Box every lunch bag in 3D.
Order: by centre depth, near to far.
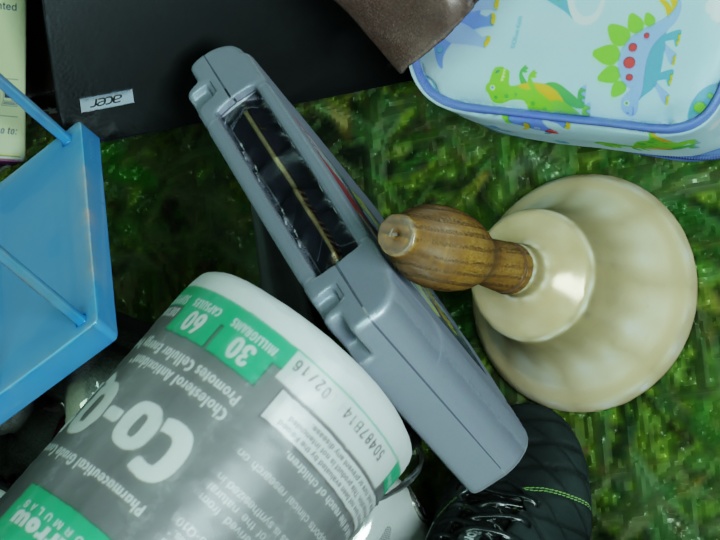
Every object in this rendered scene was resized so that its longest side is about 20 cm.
[{"bbox_3d":[0.105,-0.153,1.130,0.160,0.082,0.201,8,86,25],"label":"lunch bag"}]

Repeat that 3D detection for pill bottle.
[{"bbox_3d":[-0.082,0.108,1.015,0.113,0.113,0.200,33,73,25],"label":"pill bottle"}]

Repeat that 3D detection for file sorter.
[{"bbox_3d":[-0.216,0.007,1.086,0.200,0.123,0.139,-36,34,18],"label":"file sorter"}]

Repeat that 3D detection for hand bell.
[{"bbox_3d":[0.055,-0.003,1.067,0.104,0.200,0.105,-4,81,25],"label":"hand bell"}]

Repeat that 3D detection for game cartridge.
[{"bbox_3d":[0.000,0.000,1.107,0.041,0.133,0.200,-34,42,1],"label":"game cartridge"}]

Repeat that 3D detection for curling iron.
[{"bbox_3d":[-0.019,0.032,1.153,0.049,0.026,0.200,-17,41,-7],"label":"curling iron"}]

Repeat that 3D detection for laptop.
[{"bbox_3d":[-0.075,-0.178,1.188,0.177,0.103,0.200,-12,57,-18],"label":"laptop"}]

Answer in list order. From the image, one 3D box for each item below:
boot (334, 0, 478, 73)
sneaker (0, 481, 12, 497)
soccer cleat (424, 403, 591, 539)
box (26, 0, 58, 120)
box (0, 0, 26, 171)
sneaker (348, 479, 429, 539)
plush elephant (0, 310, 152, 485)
[{"bbox_3d":[0.023,-0.203,1.089,0.166,0.072,0.200,41,101,-4],"label":"boot"},{"bbox_3d":[-0.151,0.183,1.064,0.071,0.083,0.201,-6,93,21],"label":"sneaker"},{"bbox_3d":[0.047,0.132,1.088,0.067,0.081,0.201,7,57,21],"label":"soccer cleat"},{"bbox_3d":[-0.112,-0.176,1.241,0.100,0.075,0.201,-8,78,23],"label":"box"},{"bbox_3d":[-0.230,-0.136,1.231,0.176,0.096,0.201,-15,73,60],"label":"box"},{"bbox_3d":[-0.063,0.142,1.124,0.200,0.089,0.074,-33,40,-11],"label":"sneaker"},{"bbox_3d":[-0.142,0.093,1.172,0.199,0.165,0.155,20,95,31],"label":"plush elephant"}]
